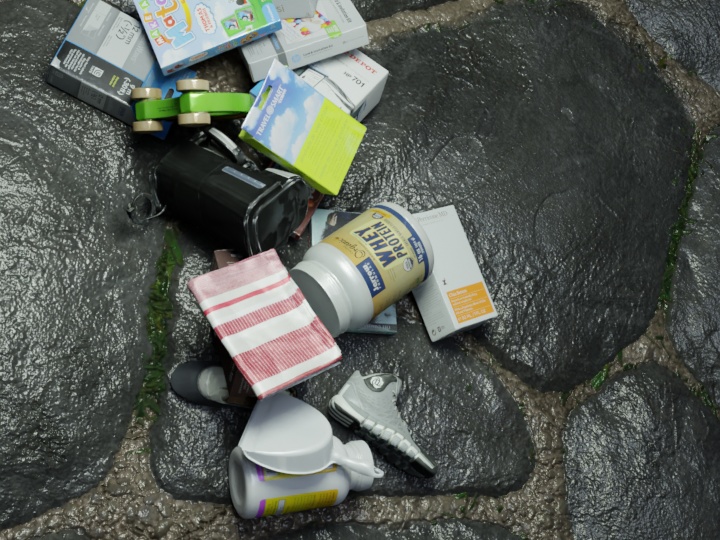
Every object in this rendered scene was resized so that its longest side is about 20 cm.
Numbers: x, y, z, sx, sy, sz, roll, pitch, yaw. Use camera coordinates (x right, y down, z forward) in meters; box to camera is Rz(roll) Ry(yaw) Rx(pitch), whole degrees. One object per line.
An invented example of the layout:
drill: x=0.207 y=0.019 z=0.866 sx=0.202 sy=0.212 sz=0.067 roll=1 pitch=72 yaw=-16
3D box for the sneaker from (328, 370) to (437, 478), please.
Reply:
sneaker: x=0.057 y=0.225 z=1.638 sx=0.200 sy=0.075 sz=0.116 roll=37 pitch=61 yaw=-6

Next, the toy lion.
toy lion: x=-0.234 y=-0.245 z=1.597 sx=0.191 sy=0.199 sz=0.069 roll=-7 pitch=96 yaw=-42

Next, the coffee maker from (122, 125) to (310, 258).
coffee maker: x=-0.205 y=-0.096 z=1.567 sx=0.199 sy=0.135 sz=0.193 roll=29 pitch=75 yaw=30

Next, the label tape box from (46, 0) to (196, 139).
label tape box: x=-0.365 y=-0.315 z=1.649 sx=0.199 sy=0.066 sz=0.144 roll=26 pitch=64 yaw=-11

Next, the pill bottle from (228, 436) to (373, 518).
pill bottle: x=-0.085 y=0.296 z=1.538 sx=0.199 sy=0.104 sz=0.105 roll=-3 pitch=74 yaw=-23

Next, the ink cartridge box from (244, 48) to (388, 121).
ink cartridge box: x=-0.071 y=-0.285 z=1.729 sx=0.146 sy=0.086 sz=0.200 roll=35 pitch=60 yaw=9

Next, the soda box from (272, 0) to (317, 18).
soda box: x=-0.170 y=-0.452 z=1.715 sx=0.198 sy=0.064 sz=0.068 roll=1 pitch=55 yaw=13

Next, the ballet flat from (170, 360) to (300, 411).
ballet flat: x=-0.178 y=0.172 z=1.561 sx=0.199 sy=0.073 sz=0.074 roll=16 pitch=67 yaw=-16

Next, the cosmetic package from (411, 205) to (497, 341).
cosmetic package: x=0.136 y=0.004 z=1.735 sx=0.101 sy=0.071 sz=0.201 roll=-16 pitch=80 yaw=-37

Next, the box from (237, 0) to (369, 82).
box: x=-0.103 y=-0.389 z=1.718 sx=0.199 sy=0.041 sz=0.156 roll=-19 pitch=45 yaw=-7

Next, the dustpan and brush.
dustpan and brush: x=-0.061 y=0.248 z=1.487 sx=0.199 sy=0.058 sz=0.140 roll=12 pitch=33 yaw=5

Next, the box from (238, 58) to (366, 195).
box: x=-0.091 y=-0.212 z=1.578 sx=0.200 sy=0.048 sz=0.123 roll=33 pitch=76 yaw=-37

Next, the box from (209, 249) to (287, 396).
box: x=-0.170 y=0.074 z=1.539 sx=0.074 sy=0.100 sz=0.201 roll=-3 pitch=47 yaw=-23

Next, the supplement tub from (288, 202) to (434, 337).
supplement tub: x=0.000 y=0.000 z=1.625 sx=0.200 sy=0.144 sz=0.145 roll=-35 pitch=88 yaw=-28

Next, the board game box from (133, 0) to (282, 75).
board game box: x=-0.242 y=-0.409 z=1.642 sx=0.199 sy=0.037 sz=0.152 roll=-23 pitch=80 yaw=-5

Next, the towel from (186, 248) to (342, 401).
towel: x=-0.131 y=0.070 z=1.460 sx=0.143 sy=0.023 sz=0.200 roll=-23 pitch=67 yaw=-31

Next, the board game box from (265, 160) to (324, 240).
board game box: x=-0.100 y=-0.154 z=1.719 sx=0.102 sy=0.019 sz=0.201 roll=27 pitch=64 yaw=0

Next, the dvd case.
dvd case: x=-0.013 y=0.001 z=1.712 sx=0.145 sy=0.022 sz=0.201 roll=5 pitch=71 yaw=-21
